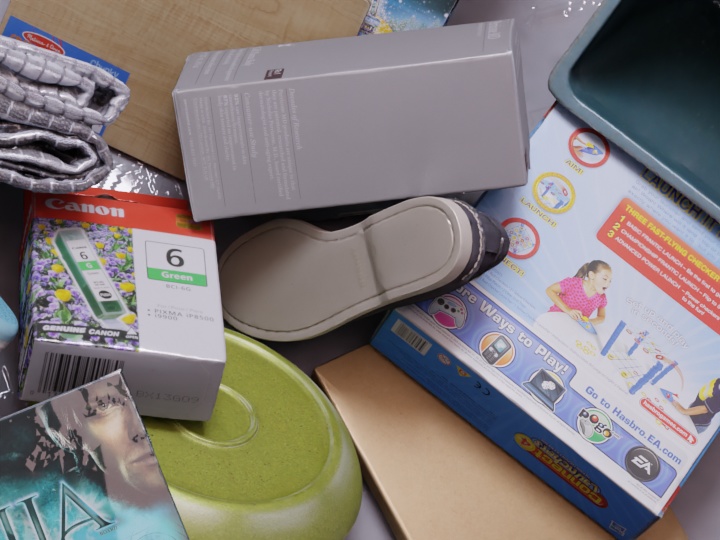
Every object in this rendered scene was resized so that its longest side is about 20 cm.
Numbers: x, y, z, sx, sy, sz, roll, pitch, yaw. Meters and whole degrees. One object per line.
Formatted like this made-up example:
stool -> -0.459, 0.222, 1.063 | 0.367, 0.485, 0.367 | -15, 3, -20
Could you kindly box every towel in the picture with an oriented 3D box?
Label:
towel -> -0.246, -0.102, 1.569 | 0.199, 0.166, 0.086 | 16, 92, -19

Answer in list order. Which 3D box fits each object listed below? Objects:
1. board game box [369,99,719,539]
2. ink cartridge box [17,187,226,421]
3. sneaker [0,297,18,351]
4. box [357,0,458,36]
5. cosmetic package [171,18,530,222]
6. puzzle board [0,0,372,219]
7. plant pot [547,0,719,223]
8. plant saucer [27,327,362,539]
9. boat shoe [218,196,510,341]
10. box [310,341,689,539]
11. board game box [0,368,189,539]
board game box -> 0.142, 0.026, 1.666 | 0.200, 0.056, 0.196 | 38, 61, 3
ink cartridge box -> -0.139, -0.002, 1.585 | 0.108, 0.050, 0.200 | 7, 38, -13
sneaker -> -0.295, 0.017, 1.574 | 0.131, 0.079, 0.200 | -49, 55, 4
box -> -0.053, -0.165, 1.684 | 0.199, 0.038, 0.137 | 29, 108, -1
cosmetic package -> -0.002, -0.088, 1.610 | 0.199, 0.107, 0.091 | -9, 105, 4
puzzle board -> -0.113, -0.139, 1.668 | 0.199, 0.017, 0.151 | 25, 108, -2
plant pot -> 0.266, -0.156, 1.710 | 0.196, 0.196, 0.200 | 37, 28, 3
plant saucer -> -0.088, 0.090, 1.566 | 0.199, 0.031, 0.200 | 16, 36, -12
boat shoe -> 0.000, 0.000, 1.612 | 0.063, 0.199, 0.073 | 2, 78, -49
box -> 0.084, 0.115, 1.654 | 0.163, 0.021, 0.201 | -23, 75, -23
board game box -> -0.194, 0.151, 1.469 | 0.199, 0.028, 0.136 | -22, 86, -6
